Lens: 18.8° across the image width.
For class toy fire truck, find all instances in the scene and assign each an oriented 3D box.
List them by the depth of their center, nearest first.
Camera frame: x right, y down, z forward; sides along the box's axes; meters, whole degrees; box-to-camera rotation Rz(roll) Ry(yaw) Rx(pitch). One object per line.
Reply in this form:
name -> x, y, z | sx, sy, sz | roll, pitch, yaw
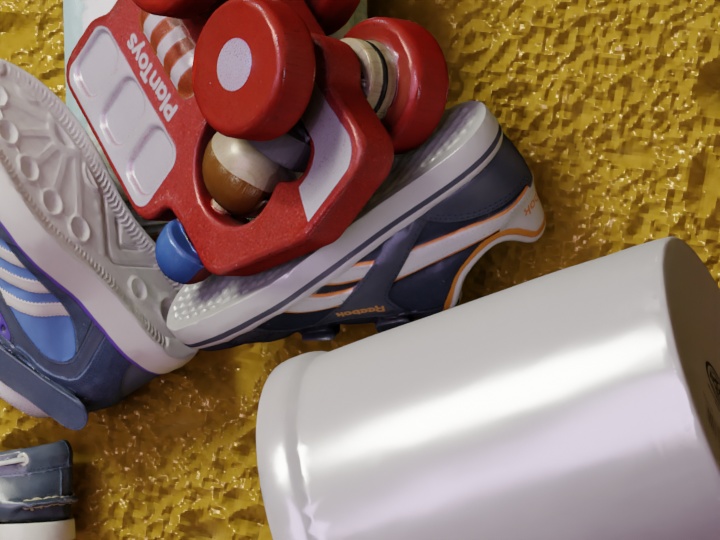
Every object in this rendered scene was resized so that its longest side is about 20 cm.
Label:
toy fire truck -> -0.063, -0.084, 1.065 | 0.168, 0.112, 0.200 | -52, 55, 32

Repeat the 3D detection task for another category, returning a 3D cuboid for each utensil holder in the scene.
utensil holder -> 0.079, 0.090, 1.005 | 0.199, 0.170, 0.171 | -21, 77, 19

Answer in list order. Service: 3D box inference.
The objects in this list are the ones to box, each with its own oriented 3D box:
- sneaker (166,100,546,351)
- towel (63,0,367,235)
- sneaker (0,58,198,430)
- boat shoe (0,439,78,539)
sneaker -> 0.000, 0.000, 1.083 | 0.200, 0.079, 0.079 | -29, 117, 20
towel -> -0.076, -0.120, 1.159 | 0.171, 0.048, 0.201 | -4, 84, 22
sneaker -> -0.190, -0.004, 1.142 | 0.146, 0.081, 0.200 | -22, 116, 33
boat shoe -> -0.249, 0.116, 1.204 | 0.199, 0.075, 0.062 | 1, 88, 24
